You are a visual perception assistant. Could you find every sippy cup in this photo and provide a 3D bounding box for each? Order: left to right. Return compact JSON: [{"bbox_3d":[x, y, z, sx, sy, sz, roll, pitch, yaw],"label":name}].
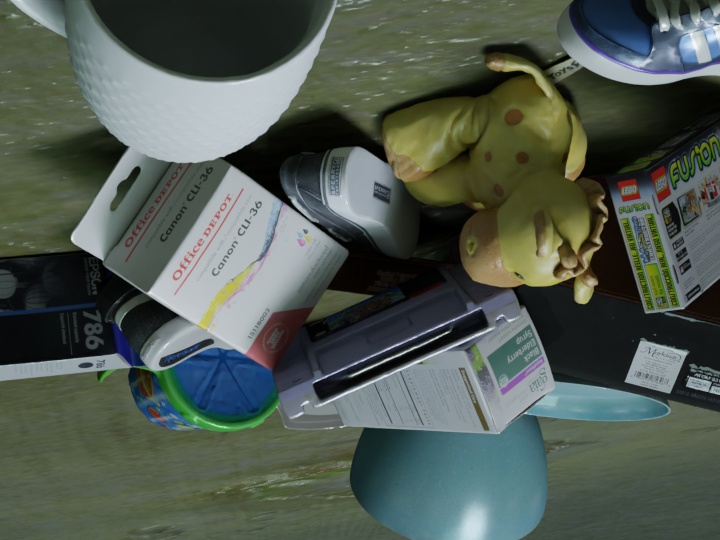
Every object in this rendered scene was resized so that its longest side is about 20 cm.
[{"bbox_3d":[-0.152,0.093,1.491,0.178,0.140,0.130,41,149,-14],"label":"sippy cup"}]

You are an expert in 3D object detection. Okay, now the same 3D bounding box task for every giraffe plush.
[{"bbox_3d":[0.125,-0.055,1.204,0.172,0.163,0.200,8,151,-38],"label":"giraffe plush"}]

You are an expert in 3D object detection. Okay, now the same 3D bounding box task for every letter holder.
[{"bbox_3d":[0.231,0.016,1.327,0.199,0.142,0.101,14,134,4],"label":"letter holder"}]

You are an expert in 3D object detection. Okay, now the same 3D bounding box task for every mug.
[{"bbox_3d":[-0.123,-0.151,0.926,0.199,0.148,0.175,24,159,-4],"label":"mug"}]

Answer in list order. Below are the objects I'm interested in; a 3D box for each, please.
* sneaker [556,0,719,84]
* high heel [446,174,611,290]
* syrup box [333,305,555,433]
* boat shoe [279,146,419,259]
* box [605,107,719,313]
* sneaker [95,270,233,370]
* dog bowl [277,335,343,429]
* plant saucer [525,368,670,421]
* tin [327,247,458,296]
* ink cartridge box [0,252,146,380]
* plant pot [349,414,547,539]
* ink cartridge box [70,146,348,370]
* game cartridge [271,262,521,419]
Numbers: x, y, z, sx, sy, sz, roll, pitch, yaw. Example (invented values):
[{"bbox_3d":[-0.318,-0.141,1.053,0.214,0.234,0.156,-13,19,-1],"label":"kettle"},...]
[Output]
[{"bbox_3d":[0.245,-0.196,1.054,0.199,0.081,0.147,1,147,-18],"label":"sneaker"},{"bbox_3d":[0.165,-0.015,1.404,0.199,0.096,0.067,-21,155,24],"label":"high heel"},{"bbox_3d":[0.058,0.082,1.321,0.079,0.082,0.200,-34,-162,-35],"label":"syrup box"},{"bbox_3d":[-0.007,-0.055,1.273,0.068,0.072,0.200,3,173,22],"label":"boat shoe"},{"bbox_3d":[0.265,-0.053,1.232,0.035,0.110,0.200,-10,-167,39],"label":"box"},{"bbox_3d":[-0.145,0.011,1.350,0.073,0.112,0.200,-50,164,25],"label":"sneaker"},{"bbox_3d":[-0.016,0.107,1.658,0.199,0.059,0.200,-10,157,-4],"label":"dog bowl"},{"bbox_3d":[0.177,0.105,1.413,0.199,0.028,0.200,7,168,2],"label":"plant saucer"},{"bbox_3d":[0.000,0.000,1.381,0.199,0.042,0.112,7,-174,-35],"label":"tin"},{"bbox_3d":[-0.269,0.039,1.332,0.199,0.100,0.039,-5,156,-15],"label":"ink cartridge box"},{"bbox_3d":[0.096,0.161,1.564,0.199,0.200,0.135,-2,120,-19],"label":"plant pot"},{"bbox_3d":[-0.112,-0.018,1.207,0.200,0.067,0.117,35,86,-47],"label":"ink cartridge box"},{"bbox_3d":[0.022,0.049,1.270,0.199,0.038,0.130,-24,-161,-2],"label":"game cartridge"}]
